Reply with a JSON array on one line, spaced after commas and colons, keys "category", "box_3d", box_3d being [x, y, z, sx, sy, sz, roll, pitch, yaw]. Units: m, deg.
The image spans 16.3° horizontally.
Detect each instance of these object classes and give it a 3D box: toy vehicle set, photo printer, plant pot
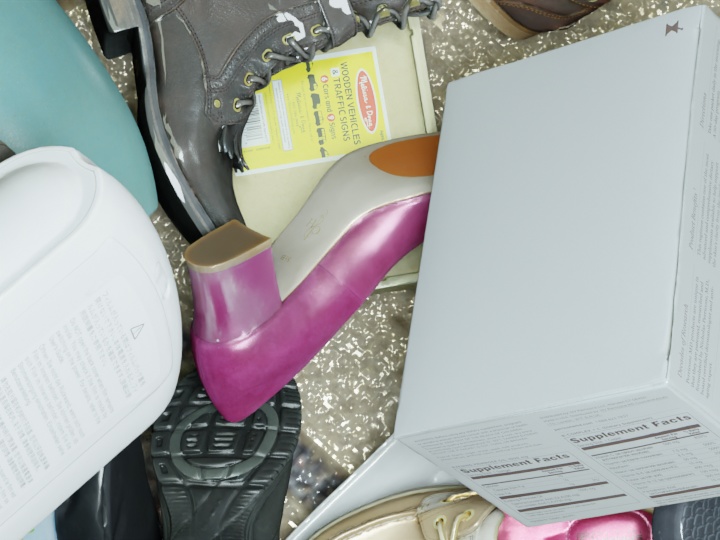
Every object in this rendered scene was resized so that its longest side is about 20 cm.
[{"category": "toy vehicle set", "box_3d": [-0.024, -0.084, 1.329, 0.124, 0.027, 0.201, -8, 85, -3]}, {"category": "photo printer", "box_3d": [-0.167, 0.048, 1.114, 0.200, 0.167, 0.069, -42, 58, -17]}, {"category": "plant pot", "box_3d": [-0.197, -0.046, 1.241, 0.201, 0.201, 0.161, -45, 95, -6]}]

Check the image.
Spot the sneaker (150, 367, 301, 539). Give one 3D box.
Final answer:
[{"category": "sneaker", "box_3d": [-0.073, 0.135, 1.277, 0.076, 0.091, 0.201, 7, 58, 5]}]

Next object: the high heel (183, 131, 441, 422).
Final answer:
[{"category": "high heel", "box_3d": [0.000, 0.000, 1.280, 0.200, 0.067, 0.096, -29, 127, -31]}]

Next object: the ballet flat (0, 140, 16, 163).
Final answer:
[{"category": "ballet flat", "box_3d": [-0.210, 0.020, 1.145, 0.046, 0.067, 0.201, 41, 119, 30]}]

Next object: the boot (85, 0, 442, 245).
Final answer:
[{"category": "boot", "box_3d": [-0.038, -0.114, 1.287, 0.173, 0.069, 0.201, -20, 92, -12]}]

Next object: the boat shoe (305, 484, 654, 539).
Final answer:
[{"category": "boat shoe", "box_3d": [0.064, 0.139, 1.260, 0.199, 0.069, 0.074, -11, 84, -3]}]

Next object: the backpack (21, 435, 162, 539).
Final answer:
[{"category": "backpack", "box_3d": [-0.210, 0.142, 1.243, 0.199, 0.154, 0.164, 3, 125, 10]}]

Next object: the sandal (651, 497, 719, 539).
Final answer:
[{"category": "sandal", "box_3d": [0.211, 0.165, 1.276, 0.200, 0.043, 0.076, 46, 59, -26]}]

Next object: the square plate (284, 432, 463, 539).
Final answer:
[{"category": "square plate", "box_3d": [0.092, 0.148, 1.310, 0.200, 0.028, 0.198, 45, 84, 2]}]

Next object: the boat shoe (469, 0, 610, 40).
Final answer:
[{"category": "boat shoe", "box_3d": [0.053, -0.193, 1.277, 0.200, 0.070, 0.071, 34, 58, -33]}]

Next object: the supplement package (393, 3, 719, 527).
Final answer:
[{"category": "supplement package", "box_3d": [0.119, 0.001, 1.197, 0.111, 0.155, 0.201, 36, 52, -39]}]
